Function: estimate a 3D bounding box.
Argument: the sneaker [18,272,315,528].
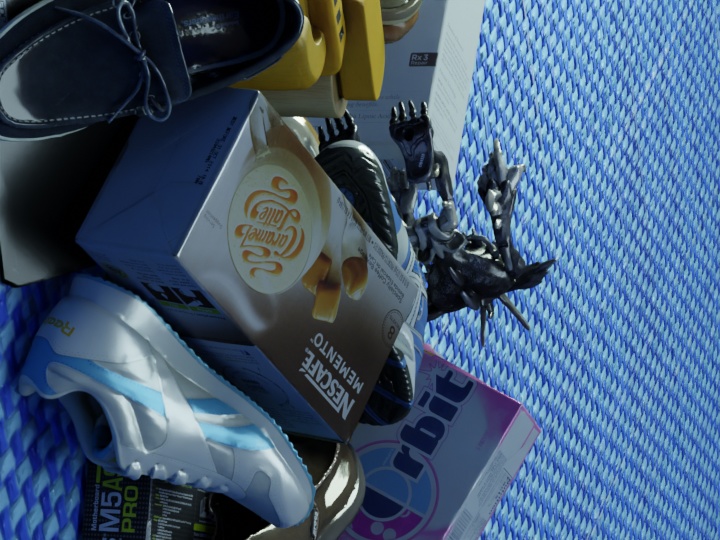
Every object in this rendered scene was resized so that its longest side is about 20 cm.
[{"bbox_3d":[-0.110,0.090,1.580,0.200,0.076,0.081,42,72,-24],"label":"sneaker"}]

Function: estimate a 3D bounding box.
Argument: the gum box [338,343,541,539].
[{"bbox_3d":[0.025,0.149,1.868,0.200,0.113,0.066,-59,157,-9],"label":"gum box"}]

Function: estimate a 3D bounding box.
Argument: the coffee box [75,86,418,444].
[{"bbox_3d":[-0.061,-0.002,1.585,0.200,0.080,0.114,51,57,-44],"label":"coffee box"}]

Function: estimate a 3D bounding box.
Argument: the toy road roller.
[{"bbox_3d":[-0.061,-0.145,1.660,0.200,0.123,0.146,81,14,-48],"label":"toy road roller"}]

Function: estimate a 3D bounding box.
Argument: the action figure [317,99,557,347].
[{"bbox_3d":[0.056,-0.038,1.850,0.200,0.119,0.102,53,31,-43],"label":"action figure"}]

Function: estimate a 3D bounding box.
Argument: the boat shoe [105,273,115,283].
[{"bbox_3d":[-0.104,-0.005,1.690,0.200,0.074,0.066,10,69,-72],"label":"boat shoe"}]

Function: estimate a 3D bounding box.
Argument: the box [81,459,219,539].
[{"bbox_3d":[-0.109,0.144,1.706,0.200,0.044,0.160,25,67,-69],"label":"box"}]

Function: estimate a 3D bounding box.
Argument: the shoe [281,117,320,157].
[{"bbox_3d":[-0.048,-0.009,1.809,0.053,0.070,0.200,-82,168,-84],"label":"shoe"}]

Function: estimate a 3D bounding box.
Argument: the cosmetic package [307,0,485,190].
[{"bbox_3d":[0.020,-0.160,1.952,0.081,0.113,0.200,53,40,-60],"label":"cosmetic package"}]

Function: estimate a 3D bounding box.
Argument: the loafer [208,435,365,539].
[{"bbox_3d":[-0.050,0.144,1.694,0.071,0.073,0.200,61,23,-21],"label":"loafer"}]

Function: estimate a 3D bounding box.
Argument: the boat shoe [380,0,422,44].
[{"bbox_3d":[-0.005,-0.185,1.838,0.200,0.072,0.068,-113,-152,-60],"label":"boat shoe"}]

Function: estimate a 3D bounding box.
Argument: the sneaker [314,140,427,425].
[{"bbox_3d":[0.000,0.000,1.780,0.077,0.076,0.200,-64,153,-52],"label":"sneaker"}]

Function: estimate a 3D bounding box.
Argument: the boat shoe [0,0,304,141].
[{"bbox_3d":[-0.119,-0.119,1.501,0.200,0.062,0.075,-18,107,-25],"label":"boat shoe"}]

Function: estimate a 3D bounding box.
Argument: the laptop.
[{"bbox_3d":[-0.162,-0.103,1.594,0.200,0.103,0.178,-113,-162,-74],"label":"laptop"}]
